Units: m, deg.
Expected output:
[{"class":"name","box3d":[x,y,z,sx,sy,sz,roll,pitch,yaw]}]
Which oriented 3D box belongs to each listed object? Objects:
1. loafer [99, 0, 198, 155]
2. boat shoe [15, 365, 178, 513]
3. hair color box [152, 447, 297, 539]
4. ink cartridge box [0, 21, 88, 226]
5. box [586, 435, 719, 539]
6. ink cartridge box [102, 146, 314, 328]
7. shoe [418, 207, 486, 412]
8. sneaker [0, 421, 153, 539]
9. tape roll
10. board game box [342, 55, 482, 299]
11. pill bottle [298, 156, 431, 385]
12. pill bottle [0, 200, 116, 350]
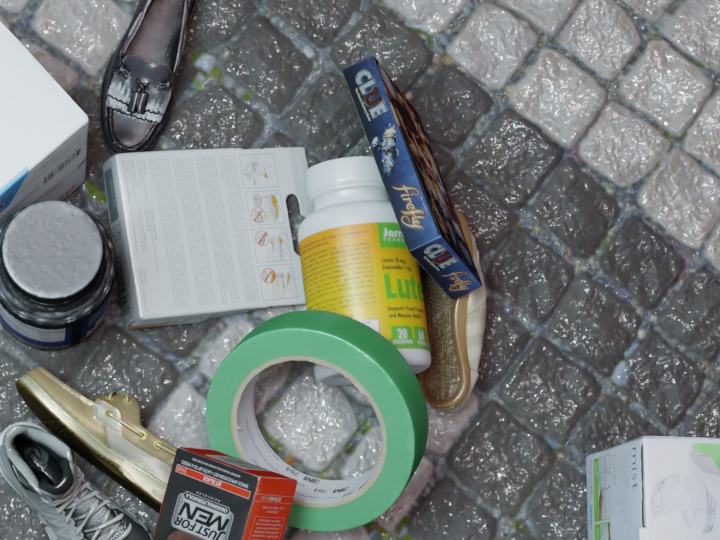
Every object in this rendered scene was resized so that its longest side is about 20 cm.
[{"class":"loafer","box3d":[-0.203,-0.207,1.712,0.072,0.063,0.201,17,76,-7]},{"class":"boat shoe","box3d":[-0.223,0.147,1.635,0.200,0.074,0.067,40,71,-11]},{"class":"hair color box","box3d":[-0.134,0.267,1.582,0.101,0.061,0.201,14,90,35]},{"class":"ink cartridge box","box3d":[-0.343,-0.112,1.595,0.147,0.200,0.146,-42,87,-16]},{"class":"box","box3d":[0.275,0.261,1.648,0.096,0.176,0.201,2,77,-10]},{"class":"ink cartridge box","box3d":[-0.138,-0.035,1.710,0.199,0.050,0.163,-4,78,-30]},{"class":"shoe","box3d":[0.085,0.039,1.727,0.070,0.053,0.201,-7,73,29]},{"class":"sneaker","box3d":[-0.252,0.213,1.589,0.200,0.116,0.075,44,74,1]},{"class":"tape roll","box3d":[-0.040,0.137,1.617,0.199,0.048,0.202,7,112,17]},{"class":"board game box","box3d":[0.049,-0.086,1.671,0.034,0.135,0.201,-24,64,11]},{"class":"pill bottle","box3d":[0.000,0.000,1.682,0.110,0.111,0.201,-5,78,-12]},{"class":"pill bottle","box3d":[-0.273,0.002,1.584,0.111,0.200,0.113,2,78,-10]}]
